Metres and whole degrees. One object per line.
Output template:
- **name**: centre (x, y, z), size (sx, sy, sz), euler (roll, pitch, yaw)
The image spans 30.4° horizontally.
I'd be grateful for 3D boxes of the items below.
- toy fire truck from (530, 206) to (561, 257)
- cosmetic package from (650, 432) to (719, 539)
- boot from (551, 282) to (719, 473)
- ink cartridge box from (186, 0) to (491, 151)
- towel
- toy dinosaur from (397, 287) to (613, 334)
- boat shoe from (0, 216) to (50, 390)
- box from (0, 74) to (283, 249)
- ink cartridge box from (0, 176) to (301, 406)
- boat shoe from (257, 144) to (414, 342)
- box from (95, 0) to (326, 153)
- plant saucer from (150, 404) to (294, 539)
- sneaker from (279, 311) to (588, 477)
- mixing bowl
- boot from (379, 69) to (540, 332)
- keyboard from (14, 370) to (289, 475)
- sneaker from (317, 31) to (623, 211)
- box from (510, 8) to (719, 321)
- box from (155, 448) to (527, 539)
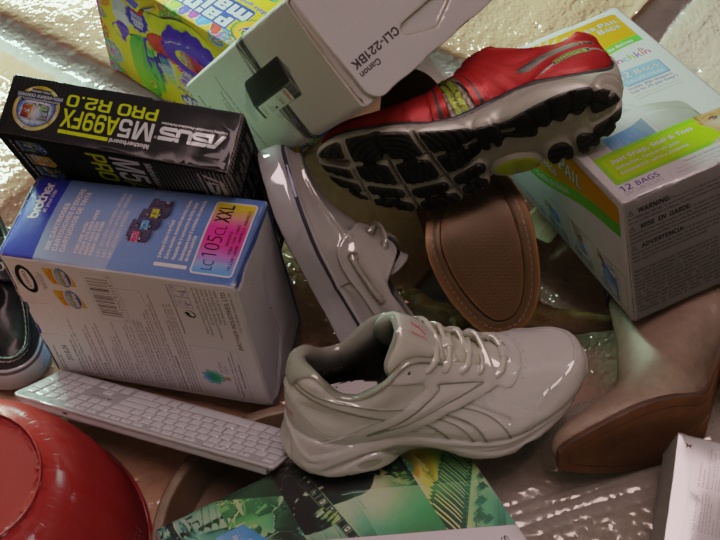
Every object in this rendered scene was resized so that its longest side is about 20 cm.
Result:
- **toy fire truck**: centre (0.163, -0.050, 1.012), size (0.140, 0.049, 0.201), euler (-14, 55, -8)
- **cosmetic package**: centre (0.208, 0.205, 0.784), size (0.082, 0.051, 0.201), euler (14, 66, 3)
- **boot**: centre (0.196, 0.046, 0.885), size (0.199, 0.070, 0.147), euler (-12, 50, -13)
- **ink cartridge box**: centre (-0.013, -0.157, 0.887), size (0.144, 0.200, 0.084), euler (-43, 102, -24)
- **towel**: centre (0.162, 0.144, 0.871), size (0.199, 0.035, 0.133), euler (-15, 52, -10)
- **toy dinosaur**: centre (0.107, 0.043, 0.934), size (0.198, 0.058, 0.102), euler (4, 51, 4)
- **boat shoe**: centre (-0.279, -0.005, 0.969), size (0.069, 0.066, 0.201), euler (-17, 53, -12)
- **box**: centre (-0.144, -0.062, 0.928), size (0.159, 0.200, 0.045), euler (12, 73, 8)
- **ink cartridge box**: centre (-0.152, 0.012, 0.901), size (0.199, 0.137, 0.077), euler (6, 52, 14)
- **boat shoe**: centre (0.000, 0.000, 0.880), size (0.065, 0.072, 0.201), euler (-27, 92, 6)
- **box**: centre (-0.081, -0.218, 1.101), size (0.199, 0.122, 0.193), euler (33, 60, 24)
- **plant saucer**: centre (-0.034, 0.176, 0.850), size (0.198, 0.030, 0.201), euler (0, 52, 0)
- **sneaker**: centre (0.046, 0.064, 0.810), size (0.199, 0.100, 0.078), euler (-14, 45, -8)
- **mixing bowl**: centre (-0.235, 0.155, 0.819), size (0.198, 0.109, 0.201), euler (-1, 52, 1)
- **boot**: centre (0.075, -0.040, 0.951), size (0.073, 0.155, 0.201), euler (-21, 77, 2)
- **keyboard**: centre (-0.133, 0.098, 0.882), size (0.199, 0.011, 0.056), euler (12, 23, 22)
- **sneaker**: centre (0.069, -0.100, 0.856), size (0.199, 0.077, 0.085), euler (-13, 49, 11)
- **box**: centre (0.180, -0.079, 0.907), size (0.112, 0.102, 0.200), euler (-22, 41, -8)
- **box**: centre (-0.006, 0.177, 0.807), size (0.199, 0.036, 0.145), euler (-23, 54, -18)
